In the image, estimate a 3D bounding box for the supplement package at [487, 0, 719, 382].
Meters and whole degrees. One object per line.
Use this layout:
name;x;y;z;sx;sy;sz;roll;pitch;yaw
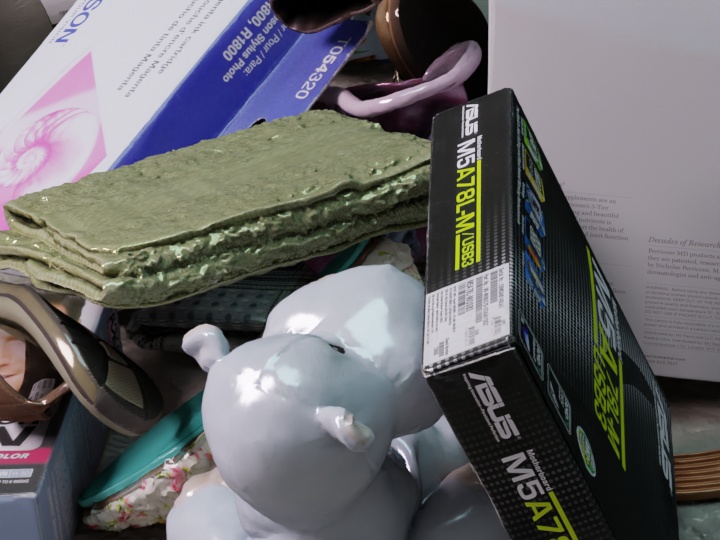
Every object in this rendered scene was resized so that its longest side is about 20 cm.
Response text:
supplement package;0.146;-0.072;1.361;0.151;0.201;0.151;6;28;11

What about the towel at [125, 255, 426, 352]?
towel;0.000;0.000;1.496;0.199;0.035;0.193;2;26;19

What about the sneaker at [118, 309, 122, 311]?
sneaker;-0.148;-0.058;1.543;0.075;0.105;0.200;-5;28;2

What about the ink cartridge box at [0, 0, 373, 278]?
ink cartridge box;-0.119;-0.078;1.441;0.200;0.043;0.197;8;54;49

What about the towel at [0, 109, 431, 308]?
towel;-0.062;-0.028;1.289;0.199;0.037;0.148;-20;21;-25

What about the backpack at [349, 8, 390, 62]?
backpack;-0.015;-0.216;1.751;0.153;0.201;0.191;-4;28;-26

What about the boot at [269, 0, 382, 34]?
boot;0.052;-0.190;1.362;0.200;0.072;0.167;-9;43;57

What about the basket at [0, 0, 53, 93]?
basket;-0.285;-0.103;1.634;0.199;0.137;0.180;-21;26;-33

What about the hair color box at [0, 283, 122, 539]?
hair color box;-0.179;0.078;1.343;0.099;0.061;0.200;-2;28;7

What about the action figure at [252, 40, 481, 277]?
action figure;-0.040;-0.069;1.455;0.134;0.149;0.200;-32;48;-32

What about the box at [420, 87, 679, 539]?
box;0.084;0.052;1.182;0.047;0.194;0.200;-22;29;16

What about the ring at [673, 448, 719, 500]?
ring;0.153;0.052;1.372;0.199;0.019;0.201;-4;28;2

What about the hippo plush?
hippo plush;-0.030;0.080;1.169;0.159;0.161;0.200;21;48;39

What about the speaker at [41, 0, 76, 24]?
speaker;-0.276;-0.187;1.840;0.199;0.082;0.081;-12;29;-12

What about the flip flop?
flip flop;-0.163;0.037;1.289;0.200;0.081;0.058;27;81;42

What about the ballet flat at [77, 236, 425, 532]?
ballet flat;-0.042;0.066;1.296;0.200;0.064;0.076;-42;11;8

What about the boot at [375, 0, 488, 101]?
boot;0.042;-0.101;1.541;0.075;0.200;0.074;2;71;26
